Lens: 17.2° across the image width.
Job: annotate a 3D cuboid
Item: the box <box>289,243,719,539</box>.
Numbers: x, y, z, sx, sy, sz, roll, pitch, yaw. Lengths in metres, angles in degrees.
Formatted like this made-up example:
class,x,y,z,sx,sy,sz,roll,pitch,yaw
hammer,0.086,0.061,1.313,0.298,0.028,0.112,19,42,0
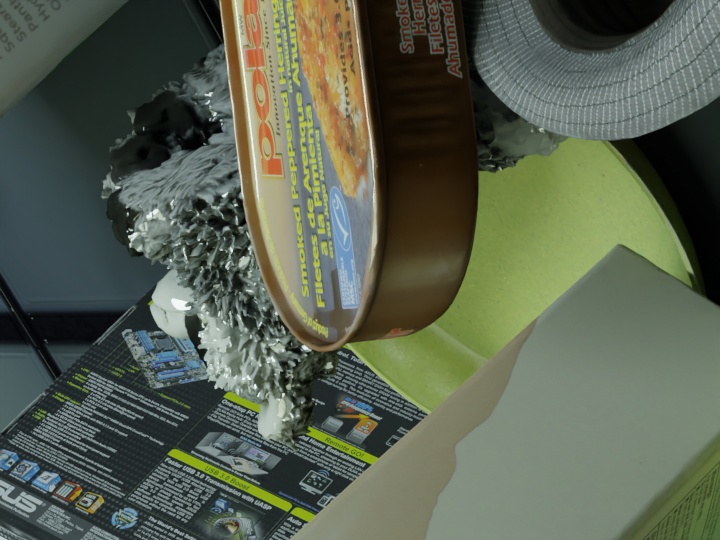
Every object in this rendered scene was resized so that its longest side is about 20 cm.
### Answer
class,x,y,z,sx,sy,sz,roll,pitch,yaw
box,0.048,0.092,0.759,0.078,0.200,0.095,34,144,24

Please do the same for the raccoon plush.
class,x,y,z,sx,sy,sz,roll,pitch,yaw
raccoon plush,0.000,0.000,0.821,0.199,0.097,0.134,7,139,42

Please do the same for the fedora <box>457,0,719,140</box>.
class,x,y,z,sx,sy,sz,roll,pitch,yaw
fedora,0.104,-0.118,0.606,0.090,0.178,0.200,7,166,-21

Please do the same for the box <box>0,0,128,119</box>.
class,x,y,z,sx,sy,sz,roll,pitch,yaw
box,-0.202,-0.126,0.872,0.200,0.171,0.199,50,146,-9

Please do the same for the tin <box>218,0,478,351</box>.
class,x,y,z,sx,sy,sz,roll,pitch,yaw
tin,-0.008,-0.078,0.698,0.112,0.042,0.202,-6,91,64

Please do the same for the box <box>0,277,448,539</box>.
class,x,y,z,sx,sy,sz,roll,pitch,yaw
box,-0.040,0.088,0.943,0.199,0.160,0.044,22,139,29

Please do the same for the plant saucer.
class,x,y,z,sx,sy,sz,roll,pitch,yaw
plant saucer,0.045,-0.014,0.859,0.199,0.031,0.201,27,142,23
